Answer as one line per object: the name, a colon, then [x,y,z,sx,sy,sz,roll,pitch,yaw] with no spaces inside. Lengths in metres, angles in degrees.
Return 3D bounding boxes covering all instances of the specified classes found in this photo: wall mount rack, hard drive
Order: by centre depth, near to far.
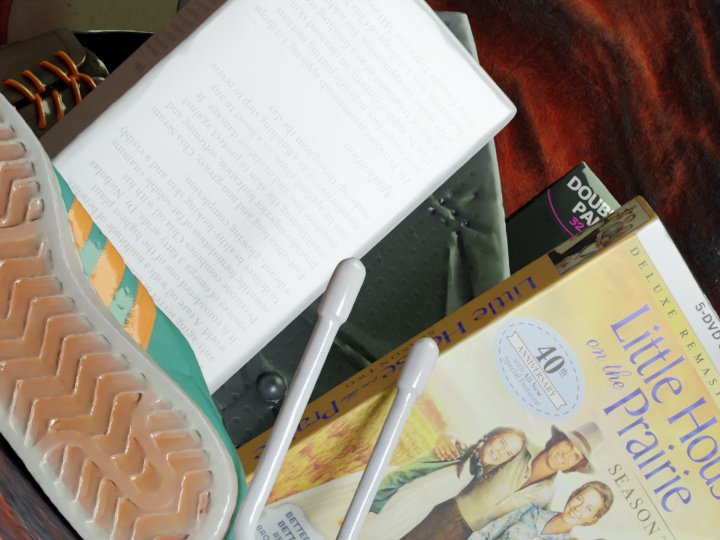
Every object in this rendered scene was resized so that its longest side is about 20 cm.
wall mount rack: [0.003,0.100,0.920,0.200,0.074,0.174,50,23,-71]
hard drive: [-0.011,-0.013,1.102,0.042,0.134,0.201,118,-28,-59]

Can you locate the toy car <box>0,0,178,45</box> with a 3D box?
toy car: [-0.096,-0.102,1.278,0.176,0.185,0.200,7,3,-23]

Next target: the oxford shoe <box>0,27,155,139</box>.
oxford shoe: [-0.136,-0.061,1.061,0.071,0.072,0.200,56,25,0]

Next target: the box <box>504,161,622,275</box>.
box: [0.058,0.077,1.268,0.149,0.200,0.124,51,-27,2]

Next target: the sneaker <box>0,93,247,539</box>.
sneaker: [-0.104,0.017,0.920,0.200,0.071,0.080,56,0,12]

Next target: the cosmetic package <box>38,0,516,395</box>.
cosmetic package: [-0.054,-0.029,0.994,0.102,0.200,0.071,48,-1,-14]

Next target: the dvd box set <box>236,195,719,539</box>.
dvd box set: [0.057,0.085,1.039,0.147,0.200,0.029,57,3,-22]
